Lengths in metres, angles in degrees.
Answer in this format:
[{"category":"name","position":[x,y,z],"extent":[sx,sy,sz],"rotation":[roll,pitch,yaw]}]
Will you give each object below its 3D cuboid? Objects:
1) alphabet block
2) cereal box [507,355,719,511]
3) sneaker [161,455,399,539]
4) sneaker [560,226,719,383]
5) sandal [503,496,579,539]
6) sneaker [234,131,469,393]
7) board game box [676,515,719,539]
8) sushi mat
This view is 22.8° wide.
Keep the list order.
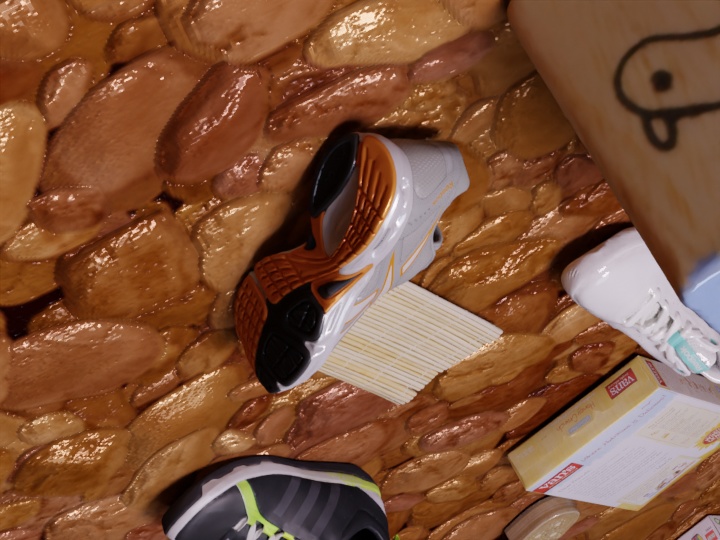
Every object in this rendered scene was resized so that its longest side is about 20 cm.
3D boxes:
[{"category":"alphabet block","position":[0.227,-0.090,0.952],"extent":[0.195,0.201,0.196],"rotation":[-36,150,13]},{"category":"cereal box","position":[0.230,0.139,1.483],"extent":[0.144,0.040,0.200],"rotation":[-40,148,21]},{"category":"sneaker","position":[-0.047,0.184,1.275],"extent":[0.199,0.083,0.072],"rotation":[2,139,-42]},{"category":"sneaker","position":[0.214,0.032,1.250],"extent":[0.075,0.089,0.200],"rotation":[-38,149,21]},{"category":"sandal","position":[0.139,0.289,1.615],"extent":[0.077,0.070,0.212],"rotation":[-3,143,-37]},{"category":"sneaker","position":[0.000,0.000,1.036],"extent":[0.092,0.076,0.200],"rotation":[-8,147,-40]},{"category":"board game box","position":[0.338,0.327,1.881],"extent":[0.126,0.035,0.200],"rotation":[10,134,-47]},{"category":"sushi mat","position":[0.014,0.043,1.176],"extent":[0.096,0.012,0.200],"rotation":[-38,149,16]}]
